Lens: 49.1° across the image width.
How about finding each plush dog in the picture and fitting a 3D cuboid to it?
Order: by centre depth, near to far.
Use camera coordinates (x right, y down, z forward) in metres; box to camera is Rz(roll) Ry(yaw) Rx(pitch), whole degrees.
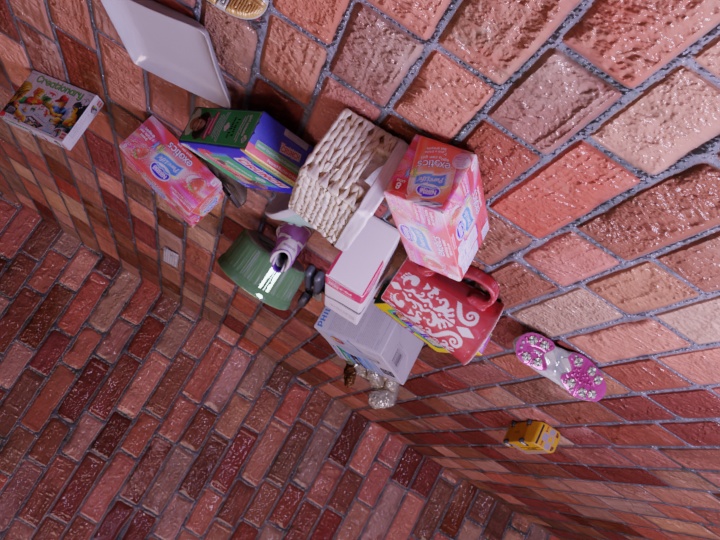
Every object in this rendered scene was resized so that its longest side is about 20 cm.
[{"bbox_3d":[0.039,0.254,2.146,0.170,0.200,0.162,15,125,17],"label":"plush dog"}]

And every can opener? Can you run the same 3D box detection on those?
[{"bbox_3d":[-0.120,0.046,1.967,0.052,0.067,0.200,30,158,5],"label":"can opener"}]

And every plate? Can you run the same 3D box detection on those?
[{"bbox_3d":[-0.291,-0.348,1.208,0.198,0.033,0.200,27,162,12],"label":"plate"}]

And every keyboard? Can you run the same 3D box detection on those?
[{"bbox_3d":[-0.642,-0.043,2.673,0.056,0.011,0.200,33,163,-6],"label":"keyboard"}]

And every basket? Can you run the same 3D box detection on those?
[{"bbox_3d":[-0.020,-0.134,1.184,0.123,0.136,0.200,35,163,-3],"label":"basket"}]

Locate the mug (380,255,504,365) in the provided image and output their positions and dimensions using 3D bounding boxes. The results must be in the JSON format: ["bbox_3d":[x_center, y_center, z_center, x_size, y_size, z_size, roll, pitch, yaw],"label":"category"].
[{"bbox_3d":[0.158,0.045,1.455,0.199,0.179,0.133,34,-161,4],"label":"mug"}]

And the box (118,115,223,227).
[{"bbox_3d":[-0.380,-0.198,1.596,0.200,0.095,0.103,44,166,3],"label":"box"}]

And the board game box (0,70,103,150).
[{"bbox_3d":[-0.656,-0.342,1.673,0.198,0.127,0.035,23,162,23],"label":"board game box"}]

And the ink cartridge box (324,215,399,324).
[{"bbox_3d":[0.000,0.000,1.491,0.084,0.146,0.200,30,163,6],"label":"ink cartridge box"}]

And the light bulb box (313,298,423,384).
[{"bbox_3d":[0.023,0.157,1.922,0.198,0.126,0.199,19,160,30],"label":"light bulb box"}]

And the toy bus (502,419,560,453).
[{"bbox_3d":[0.453,0.447,2.112,0.078,0.066,0.200,30,162,-3],"label":"toy bus"}]

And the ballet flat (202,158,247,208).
[{"bbox_3d":[-0.271,-0.201,1.576,0.067,0.046,0.201,42,166,37],"label":"ballet flat"}]

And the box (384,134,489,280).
[{"bbox_3d":[0.113,-0.084,1.122,0.094,0.103,0.200,22,162,24],"label":"box"}]

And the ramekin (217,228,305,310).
[{"bbox_3d":[-0.221,-0.007,1.821,0.199,0.098,0.200,36,-173,-5],"label":"ramekin"}]

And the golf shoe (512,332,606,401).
[{"bbox_3d":[0.379,0.179,1.511,0.199,0.076,0.092,34,178,-3],"label":"golf shoe"}]

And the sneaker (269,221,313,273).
[{"bbox_3d":[-0.166,-0.045,1.703,0.072,0.115,0.200,30,164,-4],"label":"sneaker"}]

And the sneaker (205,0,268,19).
[{"bbox_3d":[-0.191,-0.366,0.954,0.199,0.076,0.088,35,177,3],"label":"sneaker"}]

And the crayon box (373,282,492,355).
[{"bbox_3d":[0.151,0.100,1.668,0.199,0.059,0.172,37,160,-21],"label":"crayon box"}]

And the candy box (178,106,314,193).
[{"bbox_3d":[-0.177,-0.198,1.318,0.199,0.078,0.169,12,166,45],"label":"candy box"}]

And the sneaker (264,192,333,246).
[{"bbox_3d":[-0.097,-0.095,1.503,0.199,0.074,0.118,5,143,50],"label":"sneaker"}]
